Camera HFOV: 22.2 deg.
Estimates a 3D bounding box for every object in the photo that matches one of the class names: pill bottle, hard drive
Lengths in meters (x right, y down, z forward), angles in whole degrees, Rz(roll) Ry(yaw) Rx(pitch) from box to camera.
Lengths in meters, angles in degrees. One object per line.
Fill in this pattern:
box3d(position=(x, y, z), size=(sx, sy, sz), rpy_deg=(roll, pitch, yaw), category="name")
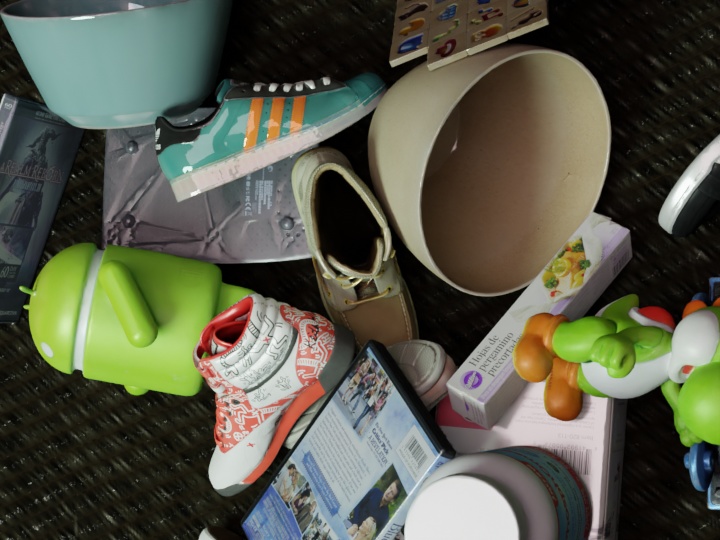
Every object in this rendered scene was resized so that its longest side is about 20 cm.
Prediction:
box3d(position=(0.099, 0.185, 1.343), size=(0.108, 0.200, 0.109), rpy_deg=(-1, 87, 18), category="pill bottle")
box3d(position=(-0.126, -0.073, 1.599), size=(0.199, 0.042, 0.135), rpy_deg=(1, 88, 17), category="hard drive")

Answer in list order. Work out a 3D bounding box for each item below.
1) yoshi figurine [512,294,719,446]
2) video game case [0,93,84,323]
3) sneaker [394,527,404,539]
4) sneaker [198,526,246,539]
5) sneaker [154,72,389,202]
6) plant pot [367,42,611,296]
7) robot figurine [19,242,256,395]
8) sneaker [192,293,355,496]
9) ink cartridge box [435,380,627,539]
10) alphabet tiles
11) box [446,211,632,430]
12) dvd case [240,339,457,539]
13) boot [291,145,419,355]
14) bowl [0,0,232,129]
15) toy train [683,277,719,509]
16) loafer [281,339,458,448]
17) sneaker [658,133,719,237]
box3d(position=(0.216, 0.082, 1.345), size=(0.200, 0.112, 0.112), rpy_deg=(-5, 100, 33), category="yoshi figurine")
box3d(position=(-0.305, -0.050, 1.604), size=(0.019, 0.143, 0.200), rpy_deg=(22, 94, 16), category="video game case")
box3d(position=(0.024, 0.255, 1.518), size=(0.115, 0.076, 0.201), rpy_deg=(-42, 74, 14), category="sneaker")
box3d(position=(-0.080, 0.304, 1.547), size=(0.200, 0.073, 0.085), rpy_deg=(43, 101, 21), category="sneaker")
box3d(position=(-0.075, -0.130, 1.516), size=(0.200, 0.071, 0.080), rpy_deg=(-24, 95, -5), category="sneaker")
box3d(position=(0.083, -0.097, 1.472), size=(0.134, 0.200, 0.201), rpy_deg=(30, 98, 46), category="plant pot")
box3d(position=(-0.190, 0.040, 1.560), size=(0.199, 0.176, 0.116), rpy_deg=(11, 73, -4), category="robot figurine")
box3d(position=(-0.101, 0.098, 1.506), size=(0.108, 0.067, 0.201), rpy_deg=(25, 126, -23), category="sneaker")
box3d(position=(0.133, 0.185, 1.481), size=(0.146, 0.083, 0.201), rpy_deg=(4, 88, 18), category="ink cartridge box")
box3d(position=(0.103, -0.223, 1.468), size=(0.167, 0.200, 0.008), rpy_deg=(-20, 119, 16), category="alphabet tiles")
box3d(position=(0.144, 0.038, 1.454), size=(0.039, 0.041, 0.200), rpy_deg=(29, 65, 30), category="box")
box3d(position=(-0.014, 0.171, 1.433), size=(0.200, 0.018, 0.143), rpy_deg=(-55, 39, 18), category="dvd case")
box3d(position=(0.000, 0.000, 1.480), size=(0.072, 0.155, 0.200), rpy_deg=(-21, 99, -3), category="boot")
box3d(position=(-0.201, -0.183, 1.566), size=(0.200, 0.201, 0.105), rpy_deg=(0, 107, 18), category="bowl")
box3d(position=(0.303, 0.093, 1.413), size=(0.086, 0.114, 0.201), rpy_deg=(-2, 87, 29), category="toy train")
box3d(position=(0.015, 0.112, 1.504), size=(0.200, 0.063, 0.072), rpy_deg=(-24, 35, 43), category="loafer")
box3d(position=(0.335, -0.078, 1.432), size=(0.112, 0.073, 0.200), rpy_deg=(45, 100, 16), category="sneaker")
